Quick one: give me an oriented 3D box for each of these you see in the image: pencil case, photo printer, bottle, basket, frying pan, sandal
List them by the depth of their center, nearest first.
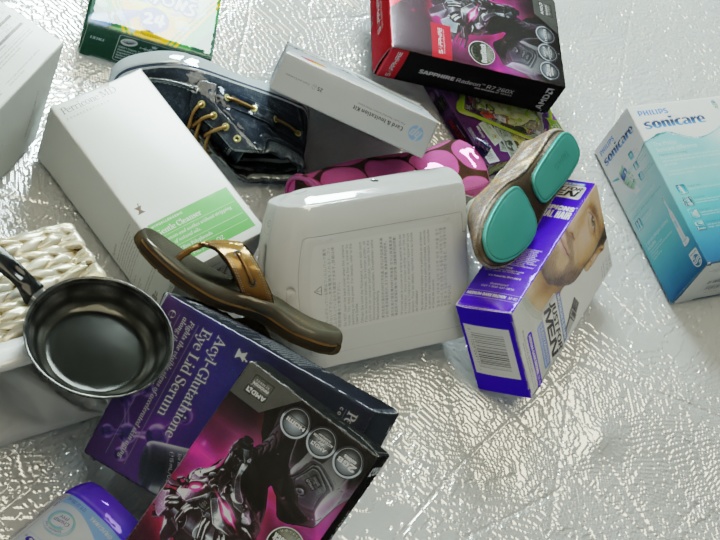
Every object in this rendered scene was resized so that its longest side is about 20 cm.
[{"bbox_3d":[-0.236,0.042,1.241,0.190,0.031,0.115,18,48,-3],"label":"frying pan"},{"bbox_3d":[-0.257,0.248,1.244,0.084,0.065,0.200,42,52,12],"label":"bottle"},{"bbox_3d":[-0.299,0.060,1.312,0.200,0.136,0.123,-16,62,-31],"label":"basket"},{"bbox_3d":[-0.096,0.008,1.362,0.200,0.055,0.082,28,8,-11],"label":"sandal"},{"bbox_3d":[0.000,0.000,1.469,0.200,0.069,0.167,-11,108,-28],"label":"photo printer"},{"bbox_3d":[0.031,-0.071,1.563,0.200,0.091,0.094,-16,45,-27],"label":"pencil case"}]

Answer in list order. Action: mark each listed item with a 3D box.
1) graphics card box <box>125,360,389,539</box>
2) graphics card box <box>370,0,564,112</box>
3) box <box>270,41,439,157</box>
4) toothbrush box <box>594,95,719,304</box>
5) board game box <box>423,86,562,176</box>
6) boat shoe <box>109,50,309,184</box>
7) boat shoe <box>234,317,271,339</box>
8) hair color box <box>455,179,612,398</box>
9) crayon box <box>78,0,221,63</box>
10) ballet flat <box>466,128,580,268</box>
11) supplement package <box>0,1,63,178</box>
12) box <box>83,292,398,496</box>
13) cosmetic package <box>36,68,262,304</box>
[{"bbox_3d":[-0.085,0.183,1.221,0.125,0.051,0.200,36,92,13],"label":"graphics card box"},{"bbox_3d":[0.111,-0.244,1.696,0.200,0.051,0.126,12,53,-19],"label":"graphics card box"},{"bbox_3d":[-0.009,-0.167,1.566,0.156,0.041,0.200,24,8,-7],"label":"box"},{"bbox_3d":[0.360,-0.078,1.714,0.146,0.085,0.200,-10,63,-27],"label":"toothbrush box"},{"bbox_3d":[0.128,-0.195,1.729,0.120,0.032,0.200,-17,66,-28],"label":"board game box"},{"bbox_3d":[-0.141,-0.144,1.550,0.200,0.071,0.091,11,51,-19],"label":"boat shoe"},{"bbox_3d":[-0.077,0.140,1.392,0.073,0.065,0.200,-12,78,8],"label":"boat shoe"},{"bbox_3d":[0.169,0.013,1.550,0.065,0.109,0.200,8,44,30],"label":"hair color box"},{"bbox_3d":[-0.203,-0.290,1.636,0.125,0.052,0.200,15,53,-14],"label":"crayon box"},{"bbox_3d":[0.139,-0.063,1.526,0.200,0.067,0.068,-46,119,-42],"label":"ballet flat"},{"bbox_3d":[-0.392,-0.163,1.405,0.200,0.152,0.151,33,52,0],"label":"supplement package"},{"bbox_3d":[-0.093,0.129,1.306,0.200,0.104,0.148,27,91,13],"label":"box"},{"bbox_3d":[-0.192,-0.071,1.474,0.108,0.085,0.200,-31,75,-32],"label":"cosmetic package"}]
